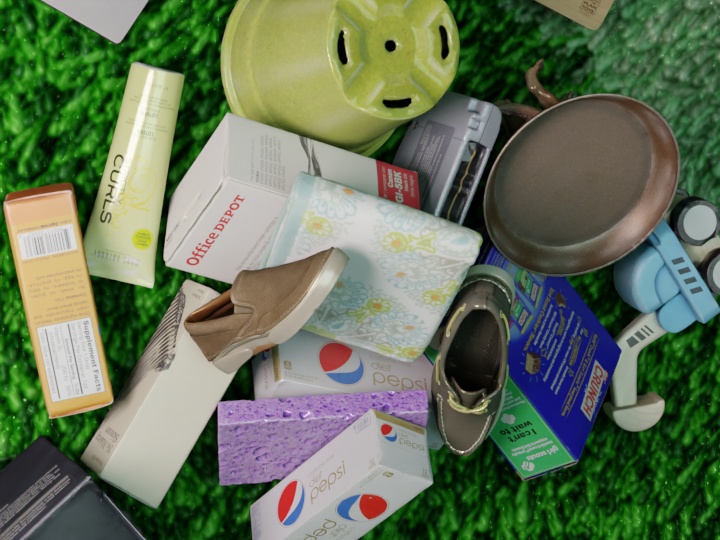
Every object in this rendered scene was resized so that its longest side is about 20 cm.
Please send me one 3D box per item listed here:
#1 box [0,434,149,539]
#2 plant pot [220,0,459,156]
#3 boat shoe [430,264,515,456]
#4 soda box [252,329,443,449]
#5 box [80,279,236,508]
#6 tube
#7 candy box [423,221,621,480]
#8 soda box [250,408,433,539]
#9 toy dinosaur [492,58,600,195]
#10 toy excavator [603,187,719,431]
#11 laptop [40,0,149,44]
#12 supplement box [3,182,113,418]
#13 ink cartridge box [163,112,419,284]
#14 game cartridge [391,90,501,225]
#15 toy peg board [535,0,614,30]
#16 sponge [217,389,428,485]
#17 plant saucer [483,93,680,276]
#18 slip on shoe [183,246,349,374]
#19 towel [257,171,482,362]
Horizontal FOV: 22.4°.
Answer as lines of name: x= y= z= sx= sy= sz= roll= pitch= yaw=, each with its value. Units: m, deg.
box: x=-0.245 y=0.271 z=1.615 sx=0.117 sy=0.200 sz=0.197 roll=-42 pitch=109 yaw=-13
plant pot: x=-0.004 y=-0.196 z=1.657 sx=0.199 sy=0.184 sz=0.203 roll=0 pitch=90 yaw=-24
boat shoe: x=0.100 y=0.093 z=1.665 sx=0.071 sy=0.060 sz=0.203 roll=11 pitch=123 yaw=6
soda box: x=-0.002 y=0.114 z=1.751 sx=0.198 sy=0.064 sz=0.069 roll=12 pitch=47 yaw=-23
box: x=-0.176 y=0.113 z=1.690 sx=0.068 sy=0.082 sz=0.201 roll=33 pitch=82 yaw=-22
tube: x=-0.206 y=-0.088 z=1.673 sx=0.052 sy=0.058 sz=0.202 roll=4 pitch=101 yaw=-57
candy box: x=0.156 y=0.073 z=1.782 sx=0.200 sy=0.077 sz=0.170 roll=50 pitch=42 yaw=-18
soda box: x=-0.021 y=0.211 z=1.703 sx=0.068 sy=0.200 sz=0.064 roll=21 pitch=45 yaw=-32
toy dinosaur: x=0.193 y=-0.118 z=1.777 sx=0.085 sy=0.200 sz=0.136 roll=-32 pitch=67 yaw=9
toy excavator: x=0.304 y=0.039 z=1.878 sx=0.199 sy=0.100 sz=0.195 roll=-34 pitch=106 yaw=-1
laptop: x=-0.237 y=-0.293 z=1.557 sx=0.186 sy=0.116 sz=0.200 roll=29 pitch=115 yaw=-22
supplement box: x=-0.273 y=0.026 z=1.643 sx=0.068 sy=0.067 sz=0.202 roll=-9 pitch=100 yaw=-8
ink cartridge box: x=-0.064 y=-0.049 z=1.675 sx=0.198 sy=0.147 sz=0.083 roll=17 pitch=50 yaw=-23
game cartridge: x=0.062 y=-0.073 z=1.734 sx=0.040 sy=0.133 sz=0.202 roll=20 pitch=94 yaw=-29
toy peg board: x=0.185 y=-0.375 z=1.786 sx=0.199 sy=0.098 sz=0.200 roll=23 pitch=103 yaw=-22
sponge: x=-0.036 y=0.158 z=1.708 sx=0.198 sy=0.112 sz=0.030 roll=-2 pitch=52 yaw=-6
plant saucer: x=0.208 y=-0.085 z=1.730 sx=0.198 sy=0.032 sz=0.202 roll=-8 pitch=125 yaw=-12
slip on shoe: x=-0.085 y=0.026 z=1.580 sx=0.061 sy=0.200 sz=0.076 roll=41 pitch=52 yaw=-12
towel: x=0.000 y=0.000 z=1.616 sx=0.170 sy=0.200 sz=0.048 roll=16 pitch=54 yaw=-7
